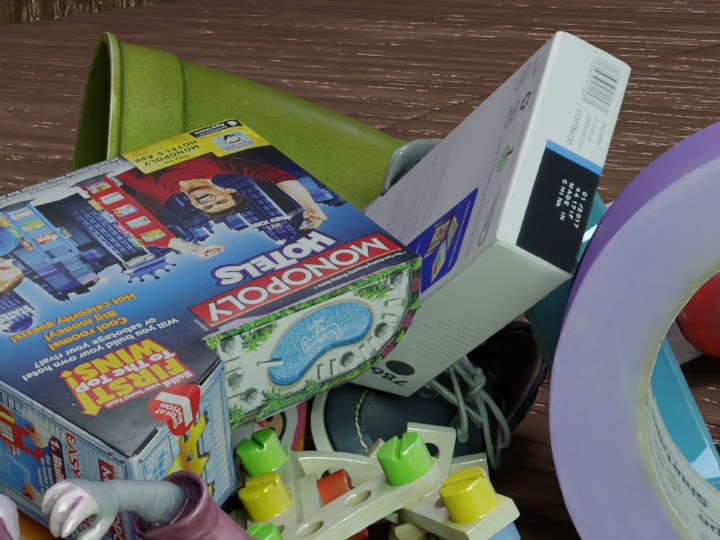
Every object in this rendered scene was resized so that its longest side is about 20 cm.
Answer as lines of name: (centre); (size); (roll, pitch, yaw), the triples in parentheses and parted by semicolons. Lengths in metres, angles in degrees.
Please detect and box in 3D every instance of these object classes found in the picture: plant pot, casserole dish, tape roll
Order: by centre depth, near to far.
tape roll: (0.169, 0.043, 0.790); (0.198, 0.202, 0.085); (-1, 12, 9)
casserole dish: (0.106, 0.026, 0.972); (0.039, 0.201, 0.121); (-28, -25, 15)
plant pot: (-0.057, -0.016, 1.180); (0.191, 0.202, 0.200); (6, 10, -13)

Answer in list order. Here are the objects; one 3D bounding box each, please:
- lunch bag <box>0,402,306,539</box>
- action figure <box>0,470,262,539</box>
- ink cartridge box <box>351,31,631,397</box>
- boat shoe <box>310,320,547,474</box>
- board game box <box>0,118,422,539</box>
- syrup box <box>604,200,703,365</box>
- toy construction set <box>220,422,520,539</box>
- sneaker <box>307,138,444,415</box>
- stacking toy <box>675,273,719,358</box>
lunch bag: (-0.137, 0.084, 0.941); (0.175, 0.083, 0.199); (8, 17, 41)
action figure: (-0.069, 0.131, 0.691); (0.198, 0.135, 0.149); (-3, -4, 14)
ink cartridge box: (0.040, -0.013, 0.904); (0.039, 0.100, 0.200); (25, -27, -15)
boat shoe: (0.039, 0.063, 1.012); (0.062, 0.075, 0.200); (-31, -7, 23)
board game box: (-0.083, 0.031, 0.837); (0.199, 0.062, 0.200); (-20, 36, -24)
syrup box: (0.197, -0.011, 1.208); (0.199, 0.082, 0.079); (-23, 14, -21)
toy construction set: (-0.003, 0.098, 0.828); (0.130, 0.093, 0.200); (-27, 3, 5)
sneaker: (0.000, 0.000, 1.045); (0.199, 0.075, 0.115); (-28, -17, -25)
stacking toy: (0.230, 0.017, 0.990); (0.085, 0.086, 0.199); (-14, 10, -43)
